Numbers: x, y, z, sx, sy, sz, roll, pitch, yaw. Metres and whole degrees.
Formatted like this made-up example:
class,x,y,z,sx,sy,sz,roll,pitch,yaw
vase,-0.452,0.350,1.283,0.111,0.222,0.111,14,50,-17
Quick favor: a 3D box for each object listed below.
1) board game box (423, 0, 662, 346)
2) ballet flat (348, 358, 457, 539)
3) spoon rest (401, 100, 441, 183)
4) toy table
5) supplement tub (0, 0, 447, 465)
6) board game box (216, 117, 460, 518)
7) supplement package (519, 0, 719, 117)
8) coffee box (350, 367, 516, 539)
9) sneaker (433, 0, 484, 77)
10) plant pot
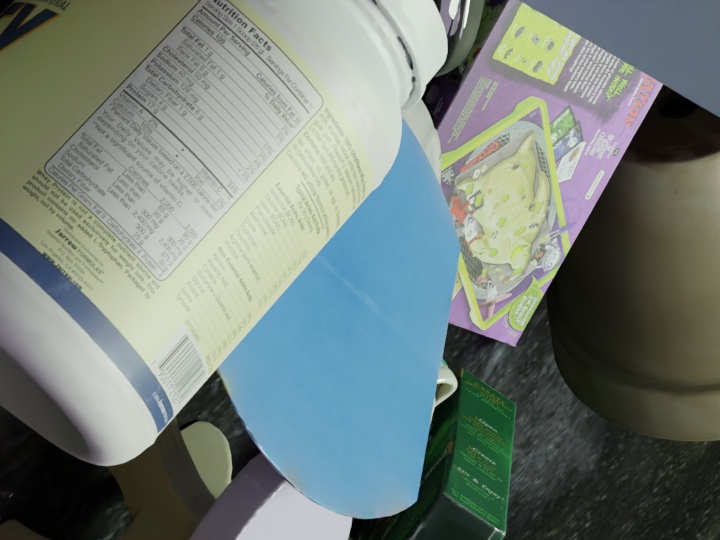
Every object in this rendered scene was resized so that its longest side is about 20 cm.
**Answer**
class,x,y,z,sx,sy,sz,roll,pitch,yaw
board game box,0.080,-0.065,1.191,0.120,0.032,0.200,21,103,-33
ballet flat,-0.016,0.120,1.249,0.200,0.069,0.069,-56,155,0
spoon rest,0.000,0.000,1.092,0.099,0.061,0.200,64,30,-67
toy table,-0.091,0.134,1.069,0.184,0.117,0.200,-14,133,-57
supplement tub,-0.077,-0.045,0.844,0.200,0.145,0.145,-49,154,-16
board game box,-0.024,0.007,0.984,0.158,0.039,0.200,43,46,-40
supplement package,0.136,-0.172,1.016,0.121,0.200,0.120,-44,152,-24
coffee box,0.033,0.140,1.272,0.123,0.044,0.200,-55,-175,18
sneaker,-0.013,-0.160,0.870,0.114,0.076,0.200,-26,120,-36
plant pot,0.195,-0.030,1.339,0.200,0.200,0.174,-43,136,-27
